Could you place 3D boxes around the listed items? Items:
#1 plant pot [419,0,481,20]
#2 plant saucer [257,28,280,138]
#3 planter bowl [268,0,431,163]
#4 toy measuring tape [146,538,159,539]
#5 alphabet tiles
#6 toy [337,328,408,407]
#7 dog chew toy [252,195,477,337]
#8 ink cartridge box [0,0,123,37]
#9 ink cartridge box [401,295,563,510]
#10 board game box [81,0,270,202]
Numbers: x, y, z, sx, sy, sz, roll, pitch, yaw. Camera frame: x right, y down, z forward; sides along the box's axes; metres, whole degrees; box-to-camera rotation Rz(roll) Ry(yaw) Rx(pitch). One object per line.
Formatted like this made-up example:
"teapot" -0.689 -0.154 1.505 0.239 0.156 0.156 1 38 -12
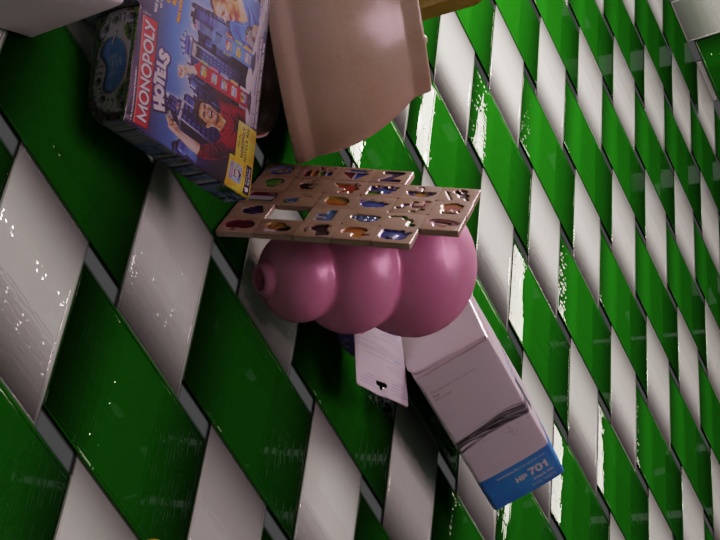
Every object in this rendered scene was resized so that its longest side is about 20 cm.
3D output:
"plant pot" 0.020 -0.320 2.096 0.200 0.193 0.197 8 67 -74
"plant saucer" -0.126 -0.206 1.838 0.200 0.032 0.202 -15 90 -70
"planter bowl" -0.009 -0.205 1.910 0.200 0.133 0.202 -10 90 -88
"toy measuring tape" -0.113 0.276 1.442 0.073 0.073 0.202 20 54 -66
"alphabet tiles" -0.004 -0.055 1.817 0.167 0.198 0.008 -57 149 -64
"toy" -0.005 0.019 1.964 0.115 0.047 0.202 28 55 -61
"dog chew toy" 0.000 0.000 1.842 0.198 0.124 0.126 -6 78 -31
"ink cartridge box" -0.248 -0.277 1.489 0.147 0.085 0.202 5 71 -68
"ink cartridge box" 0.106 0.108 2.088 0.201 0.085 0.147 60 5 -38
"board game box" -0.158 -0.178 1.658 0.199 0.061 0.202 32 54 -45
